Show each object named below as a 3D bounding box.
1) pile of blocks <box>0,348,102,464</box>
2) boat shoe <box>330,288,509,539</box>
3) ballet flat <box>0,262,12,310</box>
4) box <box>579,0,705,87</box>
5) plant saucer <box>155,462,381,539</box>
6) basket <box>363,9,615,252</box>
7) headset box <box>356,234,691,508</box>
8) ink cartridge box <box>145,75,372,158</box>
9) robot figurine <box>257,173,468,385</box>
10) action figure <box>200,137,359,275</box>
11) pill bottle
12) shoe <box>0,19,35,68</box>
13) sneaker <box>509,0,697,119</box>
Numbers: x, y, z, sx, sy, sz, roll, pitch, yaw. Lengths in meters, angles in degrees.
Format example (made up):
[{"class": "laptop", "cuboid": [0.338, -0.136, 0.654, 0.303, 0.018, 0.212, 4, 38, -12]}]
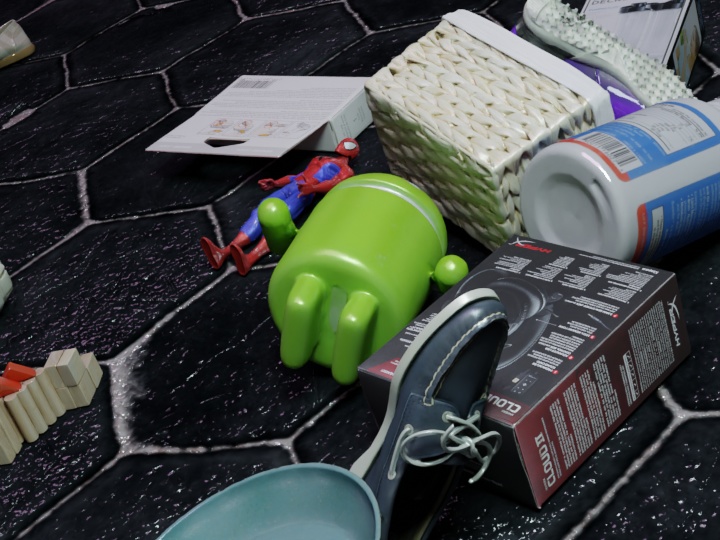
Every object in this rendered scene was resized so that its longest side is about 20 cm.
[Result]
[{"class": "pile of blocks", "cuboid": [-0.307, 0.117, 1.122, 0.082, 0.062, 0.200, 14, 44, 44]}, {"class": "boat shoe", "cuboid": [0.044, 0.104, 0.834, 0.075, 0.200, 0.062, 9, 28, -43]}, {"class": "ballet flat", "cuboid": [-0.383, 0.010, 1.340, 0.067, 0.068, 0.200, -22, 31, -19]}, {"class": "box", "cuboid": [0.260, -0.207, 1.323, 0.117, 0.060, 0.200, -2, 34, 27]}, {"class": "plant saucer", "cuboid": [-0.069, 0.200, 0.817, 0.200, 0.036, 0.200, -25, 26, 13]}, {"class": "basket", "cuboid": [0.111, -0.112, 1.156, 0.123, 0.136, 0.200, -35, 45, -14]}, {"class": "headset box", "cuboid": [0.109, 0.068, 0.946, 0.149, 0.077, 0.200, 15, 46, 45]}, {"class": "ink cartridge box", "cuboid": [-0.101, -0.152, 1.457, 0.200, 0.045, 0.176, 7, 39, 39]}, {"class": "robot figurine", "cuboid": [0.000, 0.000, 1.080, 0.175, 0.116, 0.200, 16, 39, 12]}, {"class": "action figure", "cuboid": [-0.066, -0.071, 1.306, 0.065, 0.052, 0.200, 7, 37, 43]}, {"class": "pill bottle", "cuboid": [0.229, -0.070, 1.051, 0.200, 0.112, 0.112, -21, 27, -33]}, {"class": "shoe", "cuboid": [-0.564, -0.296, 1.951, 0.200, 0.053, 0.070, -37, 34, -27]}, {"class": "sneaker", "cuboid": [0.210, -0.153, 1.209, 0.200, 0.100, 0.070, 36, 40, 1]}]
